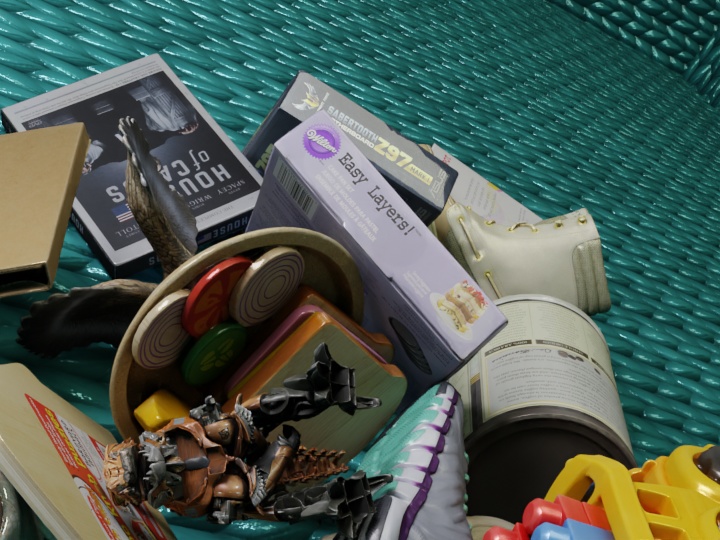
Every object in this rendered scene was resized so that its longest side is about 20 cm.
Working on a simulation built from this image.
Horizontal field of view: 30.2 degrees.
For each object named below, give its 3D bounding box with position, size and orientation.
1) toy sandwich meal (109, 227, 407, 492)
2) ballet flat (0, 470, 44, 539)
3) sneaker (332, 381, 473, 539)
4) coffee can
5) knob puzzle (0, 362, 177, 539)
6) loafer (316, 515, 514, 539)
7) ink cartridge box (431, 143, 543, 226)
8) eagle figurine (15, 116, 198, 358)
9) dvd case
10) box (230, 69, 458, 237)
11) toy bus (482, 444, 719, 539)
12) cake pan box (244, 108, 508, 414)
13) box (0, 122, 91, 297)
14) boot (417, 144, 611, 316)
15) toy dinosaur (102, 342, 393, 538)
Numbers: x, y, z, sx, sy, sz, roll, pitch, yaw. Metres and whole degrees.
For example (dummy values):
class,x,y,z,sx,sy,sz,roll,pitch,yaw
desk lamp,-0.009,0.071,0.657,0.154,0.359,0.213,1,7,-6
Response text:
class,x,y,z,sx,sy,sz,roll,pitch,yaw
toy sandwich meal,-0.062,0.066,0.847,0.205,0.206,0.070,11,25,-45
ballet flat,-0.221,0.099,0.742,0.062,0.067,0.200,53,7,-48
sneaker,0.041,0.152,0.832,0.088,0.074,0.200,44,33,-8
coffee can,0.138,0.126,1.059,0.146,0.147,0.200,31,23,-11
knob puzzle,-0.153,0.128,0.721,0.220,0.030,0.220,52,-1,2
loafer,0.043,0.209,0.867,0.200,0.076,0.068,3,39,-38
ink cartridge box,0.090,-0.019,1.304,0.200,0.125,0.129,35,22,-2
eagle figurine,-0.130,0.004,0.913,0.200,0.151,0.152,30,33,-33
dvd case,-0.182,-0.090,1.093,0.150,0.025,0.200,-25,57,-26
box,-0.031,-0.064,1.142,0.157,0.200,0.051,31,55,-9
toy bus,0.168,0.180,0.837,0.191,0.136,0.200,19,20,-7
cake pan box,0.000,0.000,0.945,0.052,0.184,0.200,-39,82,-21
box,-0.260,-0.033,0.840,0.163,0.021,0.200,-10,30,1
boot,0.127,-0.034,1.190,0.072,0.154,0.201,127,-56,-81
toy dinosaur,-0.061,0.105,0.775,0.200,0.135,0.102,-31,103,-64
